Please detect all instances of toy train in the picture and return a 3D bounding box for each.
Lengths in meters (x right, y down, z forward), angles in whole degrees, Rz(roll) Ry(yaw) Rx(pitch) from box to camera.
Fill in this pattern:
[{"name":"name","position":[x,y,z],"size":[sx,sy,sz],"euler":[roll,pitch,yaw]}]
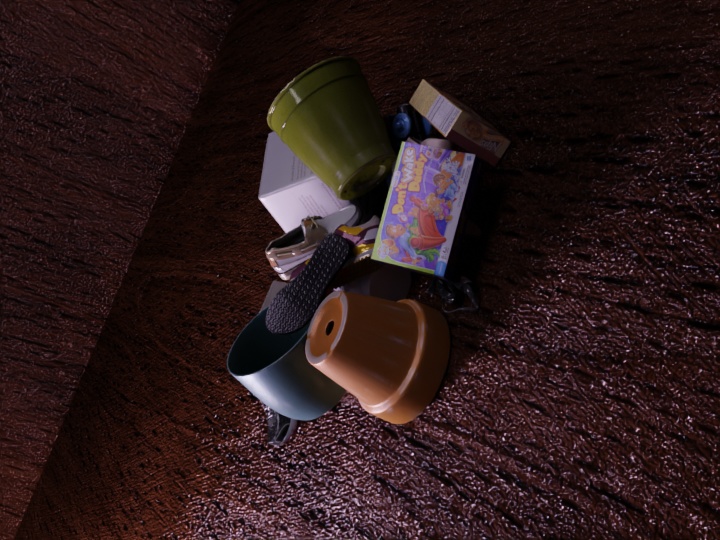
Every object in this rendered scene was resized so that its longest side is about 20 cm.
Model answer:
[{"name":"toy train","position":[0.087,-0.200,1.671],"size":[0.113,0.086,0.204],"euler":[-26,74,44]}]

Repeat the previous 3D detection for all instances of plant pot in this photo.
[{"name":"plant pot","position":[0.017,0.125,1.487],"size":[0.200,0.181,0.203],"euler":[-41,35,38]},{"name":"plant pot","position":[-0.035,-0.238,1.626],"size":[0.200,0.199,0.195],"euler":[-43,72,36]},{"name":"plant pot","position":[-0.109,0.164,1.609],"size":[0.199,0.162,0.202],"euler":[-30,26,17]}]

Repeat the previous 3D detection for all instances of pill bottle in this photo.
[{"name":"pill bottle","position":[0.000,0.000,1.686],"size":[0.199,0.112,0.115],"euler":[22,88,55]}]

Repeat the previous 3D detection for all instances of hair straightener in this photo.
[{"name":"hair straightener","position":[0.145,0.019,1.511],"size":[0.078,0.040,0.201],"euler":[-57,32,18]}]

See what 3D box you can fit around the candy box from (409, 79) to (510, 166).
[{"name":"candy box","position":[0.171,-0.261,1.597],"size":[0.056,0.114,0.200],"euler":[-58,27,15]}]

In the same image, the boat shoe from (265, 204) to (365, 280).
[{"name":"boat shoe","position":[-0.084,-0.063,1.676],"size":[0.199,0.069,0.075],"euler":[-36,32,6]}]

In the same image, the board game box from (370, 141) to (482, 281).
[{"name":"board game box","position":[0.108,-0.097,1.485],"size":[0.132,0.045,0.204],"euler":[13,85,25]}]

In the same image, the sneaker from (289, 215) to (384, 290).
[{"name":"sneaker","position":[-0.038,-0.028,1.598],"size":[0.197,0.075,0.092],"euler":[-18,60,24]}]

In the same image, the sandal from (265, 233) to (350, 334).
[{"name":"sandal","position":[-0.083,0.030,1.538],"size":[0.201,0.075,0.045],"euler":[-53,-17,-11]}]

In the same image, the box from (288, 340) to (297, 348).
[{"name":"box","position":[-0.107,0.100,1.815],"size":[0.162,0.048,0.203],"euler":[108,174,-61]}]

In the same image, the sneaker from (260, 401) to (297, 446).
[{"name":"sneaker","position":[-0.176,0.257,1.844],"size":[0.080,0.085,0.203],"euler":[-41,36,42]}]

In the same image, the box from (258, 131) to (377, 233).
[{"name":"box","position":[-0.079,-0.174,1.839],"size":[0.169,0.200,0.202],"euler":[-18,45,21]}]

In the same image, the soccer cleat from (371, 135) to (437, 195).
[{"name":"soccer cleat","position":[0.083,-0.188,1.762],"size":[0.199,0.067,0.082],"euler":[-36,50,44]}]

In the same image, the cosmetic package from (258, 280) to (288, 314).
[{"name":"cosmetic package","position":[-0.170,0.110,1.871],"size":[0.201,0.072,0.105],"euler":[-80,1,-66]}]

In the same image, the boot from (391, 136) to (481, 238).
[{"name":"boot","position":[0.132,-0.146,1.539],"size":[0.197,0.070,0.149],"euler":[18,96,32]}]
